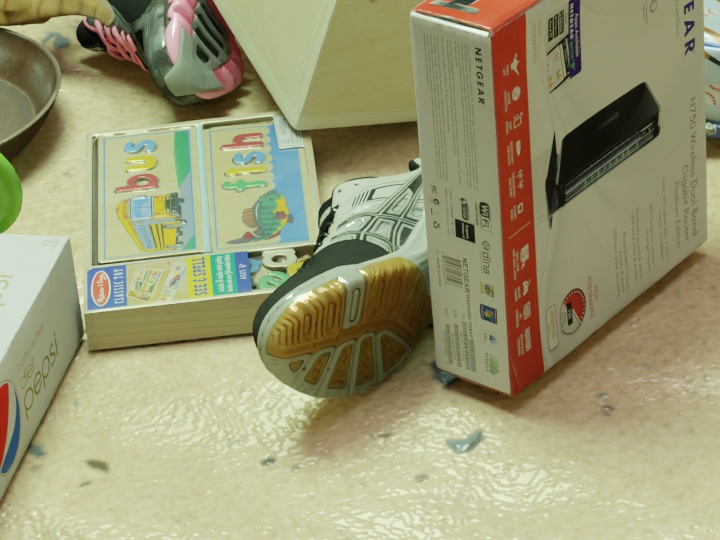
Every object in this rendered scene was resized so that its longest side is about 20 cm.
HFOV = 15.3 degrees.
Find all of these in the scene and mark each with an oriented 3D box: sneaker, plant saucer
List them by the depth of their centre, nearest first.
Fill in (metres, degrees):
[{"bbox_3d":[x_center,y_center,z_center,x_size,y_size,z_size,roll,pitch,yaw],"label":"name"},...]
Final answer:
[{"bbox_3d":[0.000,0.000,1.365,0.087,0.076,0.200,31,35,27],"label":"sneaker"},{"bbox_3d":[-0.276,-0.091,1.599,0.199,0.035,0.201,-4,30,2],"label":"plant saucer"},{"bbox_3d":[-0.130,-0.150,1.657,0.095,0.079,0.200,-26,30,9],"label":"sneaker"}]

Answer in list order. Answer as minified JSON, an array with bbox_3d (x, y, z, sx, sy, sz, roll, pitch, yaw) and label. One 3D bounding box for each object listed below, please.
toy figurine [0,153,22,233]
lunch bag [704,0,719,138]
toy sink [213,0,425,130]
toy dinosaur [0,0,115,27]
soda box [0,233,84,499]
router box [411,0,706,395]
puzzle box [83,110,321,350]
[{"bbox_3d":[-0.289,0.001,1.402,0.199,0.150,0.185,17,45,-10],"label":"toy figurine"},{"bbox_3d":[0.212,-0.145,1.578,0.160,0.076,0.200,14,35,24],"label":"lunch bag"},{"bbox_3d":[-0.008,-0.191,1.578,0.130,0.112,0.200,-5,44,-28],"label":"toy sink"},{"bbox_3d":[-0.198,-0.171,1.657,0.199,0.061,0.106,6,48,32],"label":"toy dinosaur"},{"bbox_3d":[-0.197,0.058,1.317,0.068,0.064,0.200,2,33,12],"label":"soda box"},{"bbox_3d":[0.103,-0.069,1.333,0.049,0.201,0.179,19,39,35],"label":"router box"},{"bbox_3d":[-0.087,-0.026,1.474,0.132,0.026,0.200,-7,32,-2],"label":"puzzle box"}]
